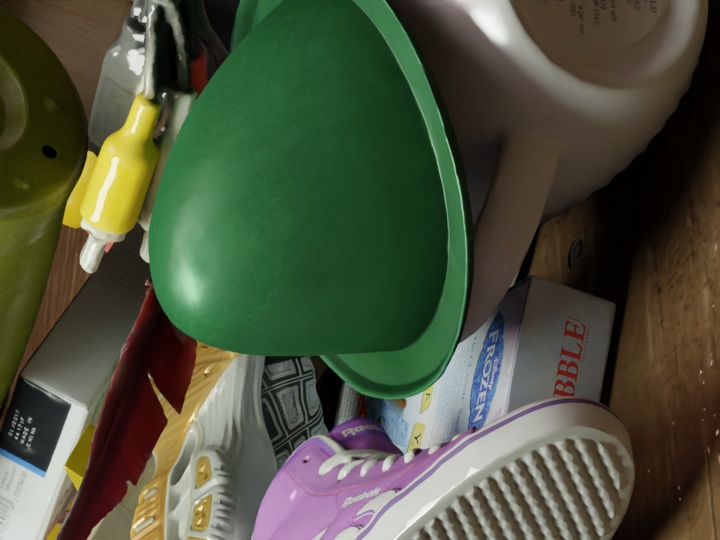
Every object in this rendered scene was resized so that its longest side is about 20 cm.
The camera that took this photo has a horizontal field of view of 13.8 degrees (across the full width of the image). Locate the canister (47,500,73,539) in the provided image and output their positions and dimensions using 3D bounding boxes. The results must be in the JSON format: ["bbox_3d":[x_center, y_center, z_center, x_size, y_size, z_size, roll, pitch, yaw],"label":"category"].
[{"bbox_3d":[-0.153,0.201,1.523,0.200,0.086,0.149,-119,42,-81],"label":"canister"}]

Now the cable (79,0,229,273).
[{"bbox_3d":[-0.066,-0.092,1.142,0.097,0.050,0.200,-37,-26,-43],"label":"cable"}]

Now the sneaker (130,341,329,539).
[{"bbox_3d":[-0.043,0.074,1.231,0.076,0.088,0.201,-29,41,39],"label":"sneaker"}]

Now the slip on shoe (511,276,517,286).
[{"bbox_3d":[0.047,-0.077,1.290,0.074,0.061,0.201,137,148,-59],"label":"slip on shoe"}]

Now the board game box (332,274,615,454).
[{"bbox_3d":[0.027,0.122,1.191,0.199,0.041,0.201,148,136,-64],"label":"board game box"}]

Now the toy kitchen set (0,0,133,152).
[{"bbox_3d":[-0.159,-0.168,1.359,0.200,0.180,0.164,-70,-2,-80],"label":"toy kitchen set"}]

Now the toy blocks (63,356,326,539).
[{"bbox_3d":[-0.088,0.103,1.314,0.200,0.100,0.137,-60,6,-35],"label":"toy blocks"}]

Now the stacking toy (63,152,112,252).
[{"bbox_3d":[-0.130,-0.065,1.576,0.146,0.199,0.147,-162,90,-72],"label":"stacking toy"}]

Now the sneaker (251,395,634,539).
[{"bbox_3d":[0.018,0.081,1.082,0.200,0.072,0.115,-42,36,33],"label":"sneaker"}]

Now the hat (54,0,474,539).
[{"bbox_3d":[-0.071,-0.007,1.066,0.201,0.175,0.166,64,150,19],"label":"hat"}]

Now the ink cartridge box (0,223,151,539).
[{"bbox_3d":[-0.109,0.030,1.347,0.200,0.039,0.100,-57,-8,-50],"label":"ink cartridge box"}]

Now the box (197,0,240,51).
[{"bbox_3d":[-0.025,-0.122,1.386,0.200,0.107,0.149,0,-72,-89],"label":"box"}]

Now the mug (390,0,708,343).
[{"bbox_3d":[0.046,-0.066,1.143,0.175,0.147,0.201,-25,49,62],"label":"mug"}]

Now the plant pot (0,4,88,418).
[{"bbox_3d":[-0.208,-0.015,1.220,0.193,0.200,0.201,-51,27,40],"label":"plant pot"}]
